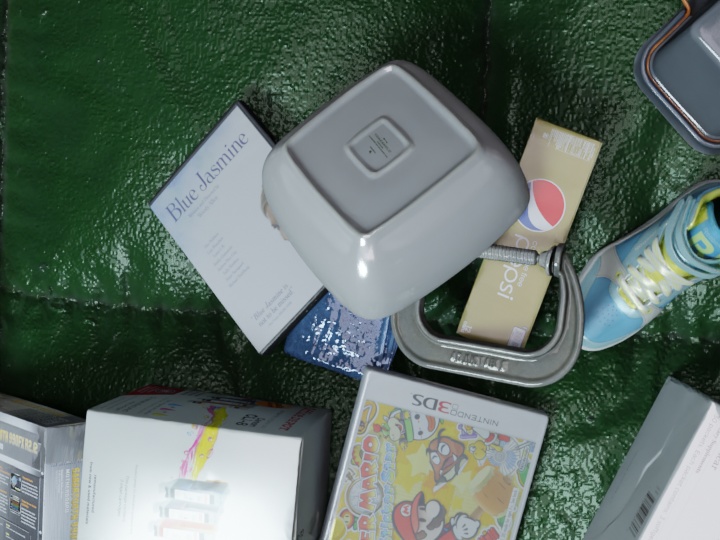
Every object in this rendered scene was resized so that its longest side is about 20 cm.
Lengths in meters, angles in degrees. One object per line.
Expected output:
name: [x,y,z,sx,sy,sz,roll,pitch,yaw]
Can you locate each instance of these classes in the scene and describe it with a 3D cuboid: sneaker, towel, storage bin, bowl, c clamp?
sneaker: [0.256,-0.005,0.715,0.080,0.131,0.200,45,97,4]
towel: [0.000,0.000,0.798,0.109,0.049,0.204,17,93,9]
storage bin: [0.337,-0.215,0.699,0.199,0.134,0.146,-42,85,6]
bowl: [0.022,-0.083,0.715,0.198,0.075,0.201,-36,62,-7]
c clamp: [0.100,0.007,0.725,0.196,0.027,0.175,14,91,23]

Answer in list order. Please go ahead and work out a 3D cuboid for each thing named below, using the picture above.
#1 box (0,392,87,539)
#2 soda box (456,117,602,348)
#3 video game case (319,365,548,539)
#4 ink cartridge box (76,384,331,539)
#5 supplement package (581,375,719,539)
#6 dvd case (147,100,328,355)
box: [-0.325,0.210,0.804,0.197,0.048,0.162,2,90,43]
soda box: [0.151,-0.028,0.763,0.063,0.068,0.204,21,94,9]
video game case: [0.064,0.207,0.778,0.178,0.023,0.204,15,94,-8]
ink cartridge box: [-0.135,0.197,0.773,0.195,0.145,0.148,6,92,8]
supplement package: [0.274,0.211,0.702,0.109,0.156,0.203,27,94,7]
dvd case: [-0.103,-0.043,0.804,0.143,0.017,0.201,-45,72,14]
